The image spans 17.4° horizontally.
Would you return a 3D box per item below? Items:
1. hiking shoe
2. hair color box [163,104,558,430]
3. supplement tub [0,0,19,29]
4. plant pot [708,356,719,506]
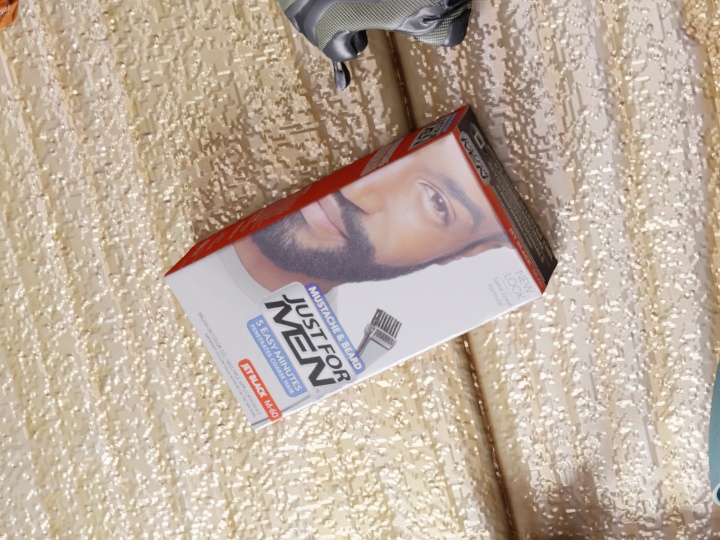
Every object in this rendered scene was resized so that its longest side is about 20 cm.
[{"bbox_3d":[0.043,-0.179,1.291,0.200,0.076,0.101,-27,110,30],"label":"hiking shoe"},{"bbox_3d":[0.000,0.000,1.365,0.199,0.064,0.111,-27,101,20],"label":"hair color box"},{"bbox_3d":[-0.231,-0.239,1.300,0.122,0.123,0.201,11,111,9],"label":"supplement tub"},{"bbox_3d":[0.277,0.043,1.262,0.199,0.200,0.135,-13,71,18],"label":"plant pot"}]
